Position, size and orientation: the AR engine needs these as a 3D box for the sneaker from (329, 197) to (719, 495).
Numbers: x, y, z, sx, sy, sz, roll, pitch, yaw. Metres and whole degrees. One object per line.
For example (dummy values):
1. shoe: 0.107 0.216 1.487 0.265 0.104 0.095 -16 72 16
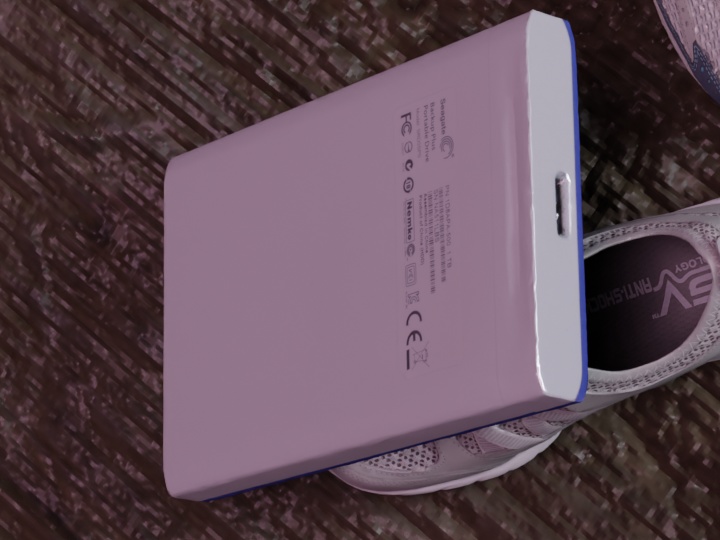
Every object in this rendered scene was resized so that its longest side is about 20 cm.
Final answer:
1. sneaker: 0.060 0.021 1.002 0.199 0.082 0.075 -27 77 23

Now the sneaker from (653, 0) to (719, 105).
1. sneaker: 0.114 -0.148 0.976 0.077 0.086 0.201 -13 83 26

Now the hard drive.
1. hard drive: 0.000 0.000 1.011 0.200 0.025 0.133 -19 66 47
